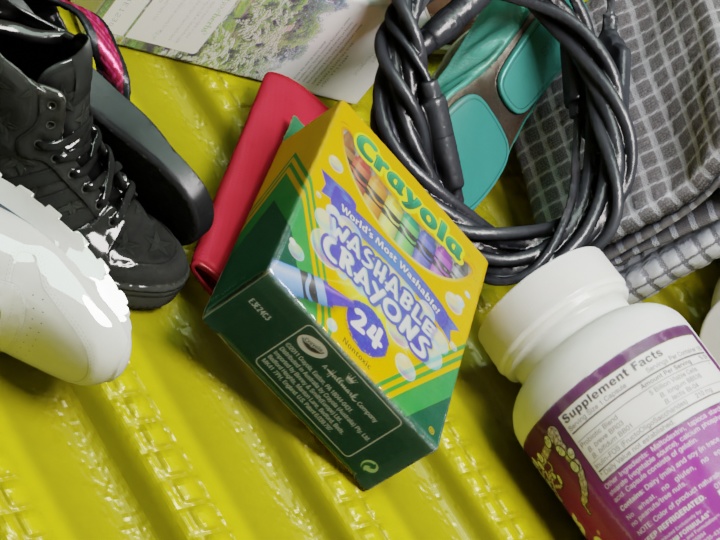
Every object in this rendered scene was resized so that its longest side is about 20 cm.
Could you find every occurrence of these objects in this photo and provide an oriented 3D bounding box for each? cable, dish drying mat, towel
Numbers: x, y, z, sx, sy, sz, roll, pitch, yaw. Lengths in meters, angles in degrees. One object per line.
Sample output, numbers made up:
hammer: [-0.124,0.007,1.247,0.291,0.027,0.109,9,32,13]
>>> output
cable: [0.081,-0.091,1.238,0.162,0.051,0.202,15,72,-24]
dish drying mat: [-0.042,-0.034,1.177,0.077,0.018,0.201,42,32,-18]
towel: [0.173,-0.092,1.325,0.086,0.165,0.201,41,28,-41]

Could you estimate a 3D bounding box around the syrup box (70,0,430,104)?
syrup box: [-0.066,-0.167,1.252,0.199,0.079,0.082,10,47,-38]

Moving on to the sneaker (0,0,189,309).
sneaker: [-0.148,-0.066,1.032,0.199,0.104,0.060,31,34,-15]

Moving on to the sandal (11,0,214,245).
sandal: [-0.140,-0.097,1.098,0.200,0.075,0.045,45,63,-1]

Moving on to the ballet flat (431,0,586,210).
ballet flat: [0.063,-0.095,1.305,0.201,0.070,0.068,-53,125,-28]

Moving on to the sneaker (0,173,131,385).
sneaker: [-0.190,-0.008,0.967,0.199,0.077,0.081,37,44,2]

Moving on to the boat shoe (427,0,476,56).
boat shoe: [0.083,-0.196,1.435,0.075,0.075,0.202,56,35,4]

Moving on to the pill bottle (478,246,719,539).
pill bottle: [0.149,0.090,1.151,0.112,0.112,0.201,-9,58,-50]

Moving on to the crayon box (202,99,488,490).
crayon box: [0.000,0.000,1.132,0.126,0.051,0.201,47,30,-18]

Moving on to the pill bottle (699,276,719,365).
pill bottle: [0.283,0.021,1.366,0.111,0.111,0.200,47,33,9]
